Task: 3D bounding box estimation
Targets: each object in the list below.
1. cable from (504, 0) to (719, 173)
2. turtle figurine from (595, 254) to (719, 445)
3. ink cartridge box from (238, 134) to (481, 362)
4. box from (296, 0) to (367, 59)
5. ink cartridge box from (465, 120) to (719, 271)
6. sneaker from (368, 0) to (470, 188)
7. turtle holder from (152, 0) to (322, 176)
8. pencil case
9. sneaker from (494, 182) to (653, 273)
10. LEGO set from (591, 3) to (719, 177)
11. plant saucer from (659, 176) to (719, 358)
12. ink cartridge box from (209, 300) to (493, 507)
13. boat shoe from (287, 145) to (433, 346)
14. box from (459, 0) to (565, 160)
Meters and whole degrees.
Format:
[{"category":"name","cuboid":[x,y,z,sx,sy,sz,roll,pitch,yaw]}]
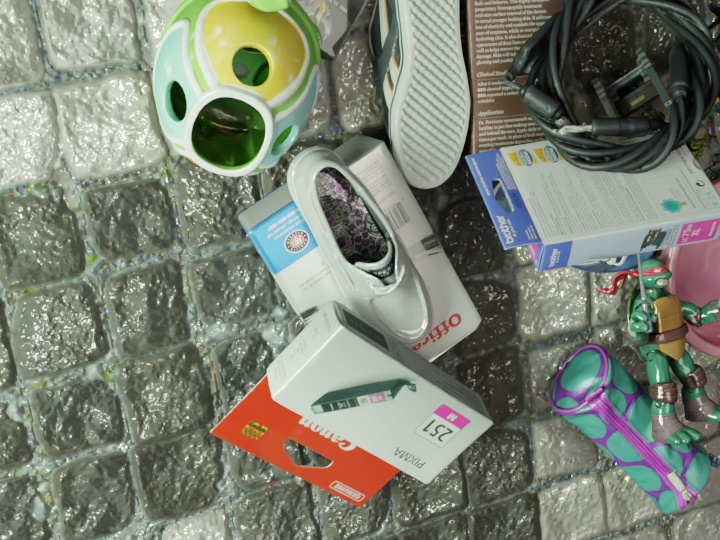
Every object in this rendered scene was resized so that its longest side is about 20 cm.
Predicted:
[{"category":"cable","cuboid":[0.233,-0.178,0.788,0.200,0.051,0.163,-42,72,-15]},{"category":"turtle figurine","cuboid":[0.313,0.061,0.910,0.148,0.100,0.204,-15,98,-20]},{"category":"ink cartridge box","cuboid":[0.000,0.000,0.848,0.145,0.084,0.202,-33,110,-7]},{"category":"box","cuboid":[-0.070,-0.303,0.782,0.198,0.048,0.160,29,92,-20]},{"category":"ink cartridge box","cuboid":[0.198,-0.064,0.782,0.196,0.121,0.042,-8,140,-9]},{"category":"sneaker","cuboid":[0.052,-0.179,0.828,0.077,0.079,0.204,-4,101,-21]},{"category":"turtle holder","cuboid":[-0.088,-0.158,0.733,0.184,0.133,0.141,-34,124,27]},{"category":"pencil case","cuboid":[0.289,0.170,0.969,0.200,0.093,0.085,42,102,-19]},{"category":"sneaker","cuboid":[0.230,-0.035,0.877,0.197,0.146,0.082,18,96,-18]},{"category":"LEGO set","cuboid":[0.325,-0.171,0.896,0.153,0.117,0.199,20,132,-42]},{"category":"plant saucer","cuboid":[0.403,-0.008,0.988,0.197,0.051,0.204,-4,103,-16]},{"category":"ink cartridge box","cuboid":[-0.007,0.140,0.817,0.199,0.044,0.174,34,109,-31]},{"category":"boat shoe","cuboid":[0.009,-0.013,0.765,0.071,0.068,0.202,-29,111,-8]},{"category":"box","cuboid":[0.132,-0.210,0.851,0.098,0.075,0.204,-7,105,-15]}]
